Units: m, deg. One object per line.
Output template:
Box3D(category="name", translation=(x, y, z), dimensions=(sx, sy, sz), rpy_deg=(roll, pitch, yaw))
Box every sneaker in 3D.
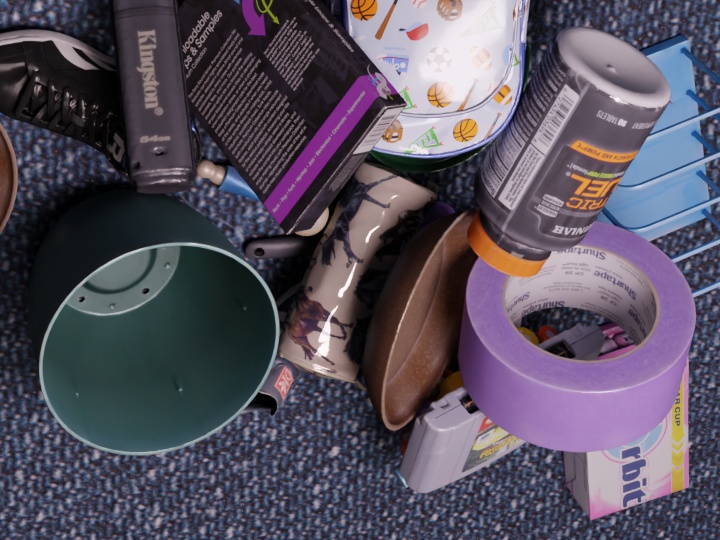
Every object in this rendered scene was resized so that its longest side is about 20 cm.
Box3D(category="sneaker", translation=(-0.069, 0.080, 1.759), dimensions=(0.200, 0.085, 0.075), rpy_deg=(-34, 128, -1))
Box3D(category="sneaker", translation=(-0.214, -0.125, 1.544), dimensions=(0.199, 0.112, 0.073), rpy_deg=(9, 124, -28))

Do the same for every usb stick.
Box3D(category="usb stick", translation=(-0.163, -0.157, 1.518), dimensions=(0.055, 0.201, 0.033), rpy_deg=(-3, 162, -15))

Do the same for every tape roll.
Box3D(category="tape roll", translation=(0.187, 0.054, 1.699), dimensions=(0.199, 0.200, 0.085), rpy_deg=(-15, 140, -15))

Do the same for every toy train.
Box3D(category="toy train", translation=(0.101, 0.114, 1.829), dimensions=(0.200, 0.056, 0.150), rpy_deg=(-36, 157, -4))

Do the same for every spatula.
Box3D(category="spatula", translation=(-0.008, -0.030, 1.755), dimensions=(0.199, 0.021, 0.057), rpy_deg=(-8, 127, -19))

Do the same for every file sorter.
Box3D(category="file sorter", translation=(0.273, -0.083, 1.784), dimensions=(0.138, 0.123, 0.201), rpy_deg=(-22, 126, -10))

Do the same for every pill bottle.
Box3D(category="pill bottle", translation=(0.160, -0.089, 1.583), dimensions=(0.106, 0.106, 0.200), rpy_deg=(9, 127, -28))

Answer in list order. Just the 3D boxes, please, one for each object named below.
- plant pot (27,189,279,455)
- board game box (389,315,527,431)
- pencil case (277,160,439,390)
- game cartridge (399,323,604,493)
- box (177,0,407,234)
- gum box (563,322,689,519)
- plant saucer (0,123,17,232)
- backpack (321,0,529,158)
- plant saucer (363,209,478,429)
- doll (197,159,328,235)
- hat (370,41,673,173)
Box3D(category="plant pot", translation=(-0.186, 0.025, 1.624), dimensions=(0.200, 0.161, 0.201), rpy_deg=(-11, 124, -17))
Box3D(category="board game box", translation=(0.089, 0.055, 1.830), dimensions=(0.135, 0.035, 0.201), rpy_deg=(-10, 131, -18))
Box3D(category="pencil case", translation=(0.000, 0.000, 1.705), dimensions=(0.089, 0.078, 0.201), rpy_deg=(27, 85, -40))
Box3D(category="game cartridge", translation=(0.129, 0.129, 1.784), dimensions=(0.199, 0.041, 0.133), rpy_deg=(-26, 158, -25))
Box3D(category="box", translation=(-0.068, -0.150, 1.517), dimensions=(0.036, 0.200, 0.143), rpy_deg=(-15, 151, -52))
Box3D(category="gum box", translation=(0.264, 0.140, 1.955), dimensions=(0.113, 0.066, 0.201), rpy_deg=(-16, 125, -13))
Box3D(category="plant saucer", translation=(-0.376, -0.074, 1.555), dimensions=(0.199, 0.037, 0.201), rpy_deg=(-11, 125, -16))
Box3D(category="backpack", translation=(0.053, -0.186, 1.557), dimensions=(0.199, 0.154, 0.192), rpy_deg=(0, 112, 2))
Box3D(category="plant saucer", translation=(0.049, 0.037, 1.675), dimensions=(0.201, 0.037, 0.201), rpy_deg=(-57, 160, -33))
Box3D(category="doll", translation=(-0.079, -0.111, 1.657), dimensions=(0.136, 0.049, 0.200), rpy_deg=(-24, 125, 3))
Box3D(category="hat", translation=(0.109, -0.131, 1.645), dimensions=(0.165, 0.176, 0.200), rpy_deg=(25, 108, -36))
